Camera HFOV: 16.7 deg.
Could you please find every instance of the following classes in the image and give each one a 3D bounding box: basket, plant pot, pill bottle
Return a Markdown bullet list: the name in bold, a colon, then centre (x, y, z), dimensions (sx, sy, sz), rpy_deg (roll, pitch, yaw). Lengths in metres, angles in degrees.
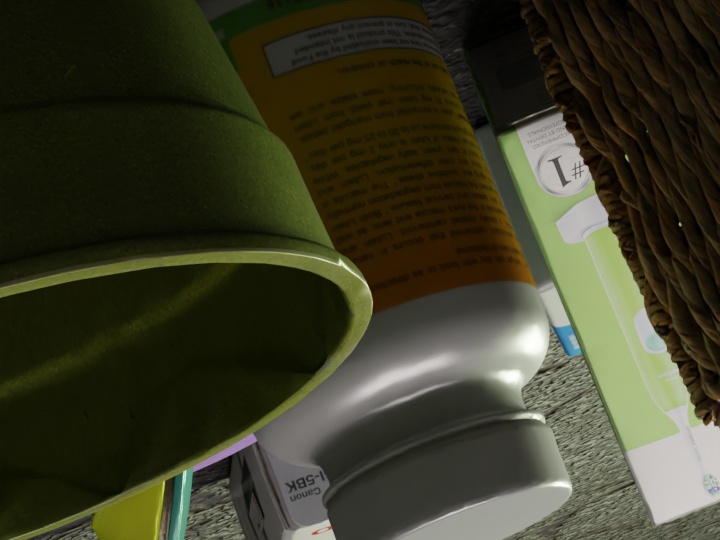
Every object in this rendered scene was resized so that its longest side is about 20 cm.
- **basket**: centre (0.163, -0.071, 0.841), dimensions (0.142, 0.201, 0.149), rpy_deg (-15, 160, -24)
- **plant pot**: centre (-0.122, -0.045, 0.587), dimensions (0.199, 0.194, 0.200), rpy_deg (-19, 163, -6)
- **pill bottle**: centre (0.000, 0.000, 0.861), dimensions (0.111, 0.201, 0.111), rpy_deg (-19, 163, -6)

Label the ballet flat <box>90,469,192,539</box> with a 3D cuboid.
- **ballet flat**: centre (-0.089, 0.041, 0.980), dimensions (0.067, 0.201, 0.067), rpy_deg (12, -160, -3)

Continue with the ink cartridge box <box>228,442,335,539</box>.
- **ink cartridge box**: centre (0.005, 0.113, 1.421), dimensions (0.146, 0.083, 0.200), rpy_deg (-18, 164, -11)

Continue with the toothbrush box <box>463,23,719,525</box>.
- **toothbrush box**: centre (0.146, -0.018, 0.993), dimensions (0.145, 0.201, 0.086), rpy_deg (-23, -152, 5)

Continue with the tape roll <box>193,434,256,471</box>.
- **tape roll**: centre (-0.113, 0.048, 1.110), dimensions (0.199, 0.066, 0.200), rpy_deg (-19, 163, -6)

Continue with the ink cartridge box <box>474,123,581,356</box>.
- **ink cartridge box**: centre (0.165, -0.046, 1.117), dimensions (0.199, 0.085, 0.145), rpy_deg (-22, 164, 5)
